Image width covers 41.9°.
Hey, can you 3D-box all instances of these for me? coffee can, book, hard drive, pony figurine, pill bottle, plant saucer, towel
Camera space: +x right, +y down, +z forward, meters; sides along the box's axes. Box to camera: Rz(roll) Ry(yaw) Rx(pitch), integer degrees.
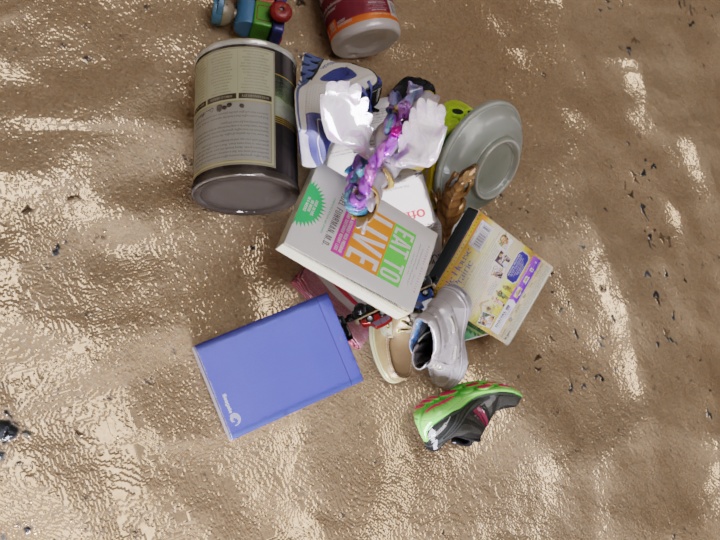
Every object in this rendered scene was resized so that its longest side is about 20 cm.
[{"bbox_3d":[-0.158,-0.195,1.296,0.146,0.146,0.201,8,70,-30],"label":"coffee can"},{"bbox_3d":[-0.001,-0.040,1.274,0.199,0.048,0.134,29,65,-17],"label":"book"},{"bbox_3d":[-0.109,0.127,1.268,0.199,0.025,0.133,-22,87,-22],"label":"hard drive"},{"bbox_3d":[0.038,-0.167,1.225,0.166,0.194,0.200,17,37,14],"label":"pony figurine"},{"bbox_3d":[-0.013,-0.451,1.492,0.114,0.114,0.201,-8,78,-34],"label":"pill bottle"},{"bbox_3d":[0.202,-0.170,1.499,0.199,0.201,0.050,-23,44,-36],"label":"plant saucer"},{"bbox_3d":[0.000,0.000,1.409,0.144,0.023,0.200,46,56,-13],"label":"towel"}]

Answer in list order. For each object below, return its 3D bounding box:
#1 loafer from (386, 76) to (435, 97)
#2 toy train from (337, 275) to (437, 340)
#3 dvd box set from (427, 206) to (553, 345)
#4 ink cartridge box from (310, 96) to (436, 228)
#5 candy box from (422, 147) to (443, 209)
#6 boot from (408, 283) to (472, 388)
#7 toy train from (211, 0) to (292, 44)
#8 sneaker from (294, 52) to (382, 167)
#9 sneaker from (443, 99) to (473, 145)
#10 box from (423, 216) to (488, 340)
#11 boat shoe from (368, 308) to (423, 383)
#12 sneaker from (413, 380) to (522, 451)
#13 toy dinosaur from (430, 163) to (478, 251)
[{"bbox_3d":[0.040,-0.238,1.494,0.070,0.068,0.201,31,62,24],"label":"loafer"},{"bbox_3d":[0.023,0.060,1.332,0.199,0.034,0.046,-26,82,1],"label":"toy train"},{"bbox_3d":[0.194,0.012,1.420,0.200,0.029,0.147,30,89,-38],"label":"dvd box set"},{"bbox_3d":[0.009,-0.138,1.373,0.145,0.084,0.201,-13,82,-16],"label":"ink cartridge box"},{"bbox_3d":[0.172,-0.168,1.533,0.199,0.103,0.026,-26,50,-35],"label":"candy box"},{"bbox_3d":[0.104,0.115,1.353,0.073,0.201,0.095,29,49,30],"label":"boot"},{"bbox_3d":[-0.161,-0.444,1.424,0.115,0.085,0.201,10,69,-15],"label":"toy train"},{"bbox_3d":[-0.028,-0.231,1.282,0.114,0.081,0.200,0,46,3],"label":"sneaker"},{"bbox_3d":[0.130,-0.220,1.531,0.199,0.084,0.074,-23,67,-40],"label":"sneaker"},{"bbox_3d":[0.145,0.013,1.479,0.144,0.036,0.201,-11,84,-39],"label":"box"},{"bbox_3d":[0.057,0.065,1.379,0.074,0.066,0.201,-3,88,-44],"label":"boat shoe"},{"bbox_3d":[0.162,0.218,1.420,0.199,0.077,0.084,-13,100,-32],"label":"sneaker"},{"bbox_3d":[0.134,-0.083,1.427,0.060,0.201,0.106,7,36,0],"label":"toy dinosaur"}]
